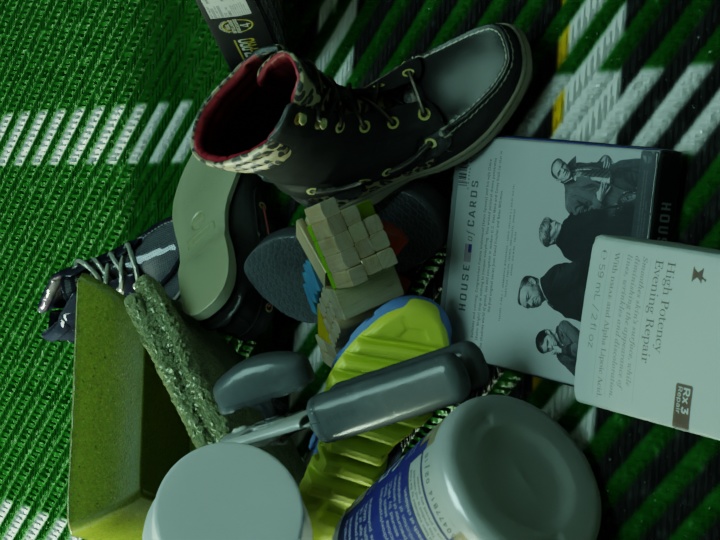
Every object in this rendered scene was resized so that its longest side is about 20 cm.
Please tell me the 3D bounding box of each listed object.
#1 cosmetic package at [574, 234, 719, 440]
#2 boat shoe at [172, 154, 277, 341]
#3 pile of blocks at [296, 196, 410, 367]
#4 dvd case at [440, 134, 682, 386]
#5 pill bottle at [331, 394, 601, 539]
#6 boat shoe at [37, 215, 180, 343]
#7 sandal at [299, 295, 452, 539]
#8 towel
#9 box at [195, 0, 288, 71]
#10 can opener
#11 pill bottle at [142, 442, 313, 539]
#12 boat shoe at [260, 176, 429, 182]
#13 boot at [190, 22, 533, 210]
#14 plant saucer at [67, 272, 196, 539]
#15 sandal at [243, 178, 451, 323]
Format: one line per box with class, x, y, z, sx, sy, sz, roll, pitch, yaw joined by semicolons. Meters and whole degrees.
cosmetic package;0.210;0.041;1.023;0.200;0.074;0.103;10;95;57
boat shoe;-0.104;-0.031;1.488;0.073;0.063;0.202;-34;42;29
pile of blocks;0.000;0.000;1.292;0.082;0.062;0.200;61;164;22
dvd case;0.121;-0.008;1.199;0.200;0.025;0.152;12;96;57
pill bottle;0.050;0.177;1.196;0.200;0.119;0.120;-47;50;42
boat shoe;-0.202;0.009;1.604;0.200;0.092;0.075;-47;50;42
sandal;0.006;0.095;1.297;0.087;0.079;0.201;-75;10;-60
towel;-0.102;0.098;1.419;0.036;0.148;0.200;-38;49;8
box;-0.094;-0.245;1.419;0.200;0.049;0.162;63;-159;-74
can opener;-0.015;0.073;1.208;0.199;0.053;0.067;-20;93;33
pill bottle;-0.090;0.194;1.266;0.200;0.113;0.115;103;157;-64
boat shoe;-0.014;-0.079;1.373;0.199;0.072;0.069;-9;76;45
boot;0.000;-0.107;1.216;0.199;0.150;0.074;-30;64;30
plant saucer;-0.172;0.119;1.503;0.048;0.200;0.201;-3;76;13
sandal;-0.004;-0.014;1.360;0.199;0.043;0.076;-20;109;42
